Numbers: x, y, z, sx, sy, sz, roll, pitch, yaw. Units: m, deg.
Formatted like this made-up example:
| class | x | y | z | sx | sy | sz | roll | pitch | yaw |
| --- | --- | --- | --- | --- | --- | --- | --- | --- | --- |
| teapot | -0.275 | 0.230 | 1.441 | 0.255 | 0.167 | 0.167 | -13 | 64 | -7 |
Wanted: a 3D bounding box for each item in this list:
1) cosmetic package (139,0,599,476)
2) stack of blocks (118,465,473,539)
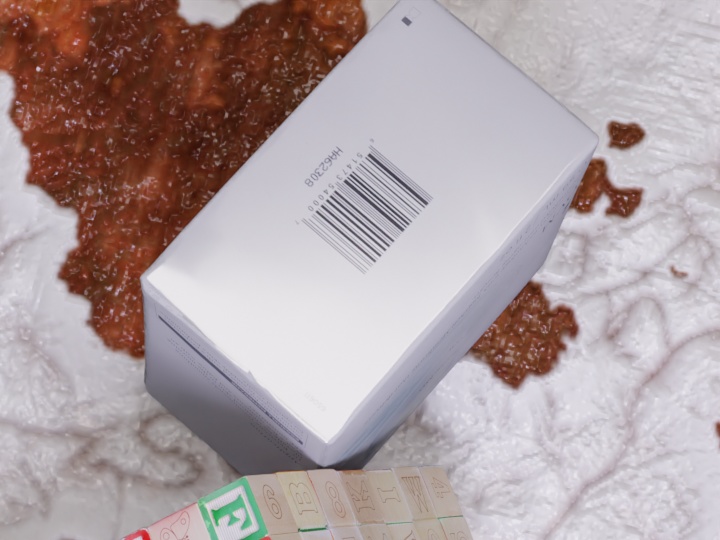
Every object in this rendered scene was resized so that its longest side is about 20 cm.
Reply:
| class | x | y | z | sx | sy | sz | roll | pitch | yaw |
| --- | --- | --- | --- | --- | --- | --- | --- | --- | --- |
| cosmetic package | 0.000 | 0.000 | 1.337 | 0.123 | 0.200 | 0.199 | 41 | 75 | 7 |
| stack of blocks | -0.039 | 0.144 | 1.293 | 0.115 | 0.200 | 0.059 | -29 | 75 | 24 |
